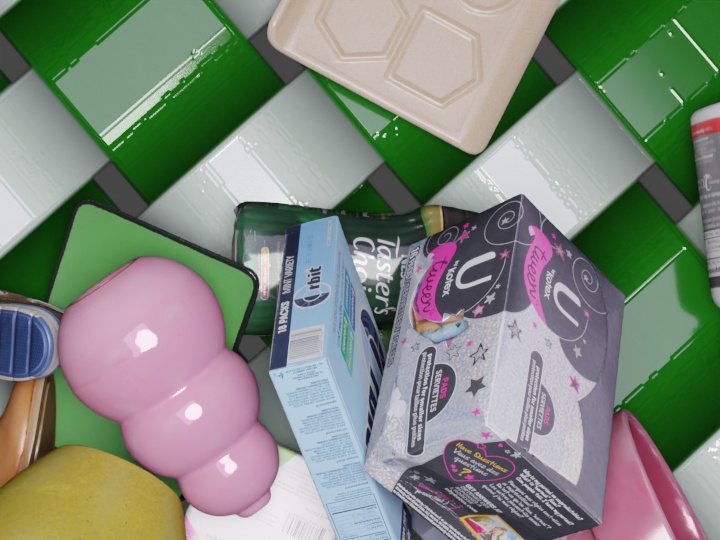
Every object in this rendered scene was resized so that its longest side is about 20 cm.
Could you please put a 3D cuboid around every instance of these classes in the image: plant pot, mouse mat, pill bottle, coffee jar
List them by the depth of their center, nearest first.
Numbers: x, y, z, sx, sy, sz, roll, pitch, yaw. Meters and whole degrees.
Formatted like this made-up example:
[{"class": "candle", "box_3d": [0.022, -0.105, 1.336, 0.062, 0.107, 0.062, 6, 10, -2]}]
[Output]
[{"class": "plant pot", "box_3d": [-0.200, 0.211, 1.226, 0.198, 0.200, 0.143, 24, 65, -1]}, {"class": "plant pot", "box_3d": [0.165, 0.230, 1.281, 0.178, 0.200, 0.201, -28, 88, 12]}, {"class": "mouse mat", "box_3d": [-0.175, 0.063, 1.315, 0.160, 0.008, 0.202, 23, 106, 11]}, {"class": "coffee jar", "box_3d": [0.000, 0.000, 1.329, 0.197, 0.085, 0.106, 0, 90, -3]}, {"class": "pill bottle", "box_3d": [0.322, -0.030, 1.330, 0.112, 0.114, 0.202, -7, 87, -3]}]

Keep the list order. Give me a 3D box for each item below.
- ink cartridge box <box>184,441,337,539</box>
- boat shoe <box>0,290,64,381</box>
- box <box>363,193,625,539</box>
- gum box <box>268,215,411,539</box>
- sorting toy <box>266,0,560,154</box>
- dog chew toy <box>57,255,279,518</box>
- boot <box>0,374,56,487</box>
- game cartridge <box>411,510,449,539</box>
[{"class": "ink cartridge box", "box_3d": [-0.091, 0.231, 1.321, 0.116, 0.067, 0.202, 24, 85, 0]}, {"class": "boat shoe", "box_3d": [-0.298, 0.046, 1.316, 0.198, 0.072, 0.073, 13, 98, 25]}, {"class": "box", "box_3d": [0.097, 0.072, 1.190, 0.132, 0.114, 0.201, 41, 42, -30]}, {"class": "gum box", "box_3d": [-0.009, 0.092, 1.226, 0.044, 0.171, 0.201, -12, 123, 10]}, {"class": "sorting toy", "box_3d": [0.049, -0.217, 1.372, 0.199, 0.036, 0.186, 28, 86, -5]}, {"class": "dog chew toy", "box_3d": [-0.130, 0.091, 1.246, 0.124, 0.125, 0.201, -35, 98, -4]}, {"class": "boot", "box_3d": [-0.321, 0.152, 1.316, 0.154, 0.077, 0.202, 18, 100, 4]}, {"class": "game cartridge", "box_3d": [0.099, 0.116, 1.305, 0.041, 0.133, 0.200, 42, 87, -25]}]
